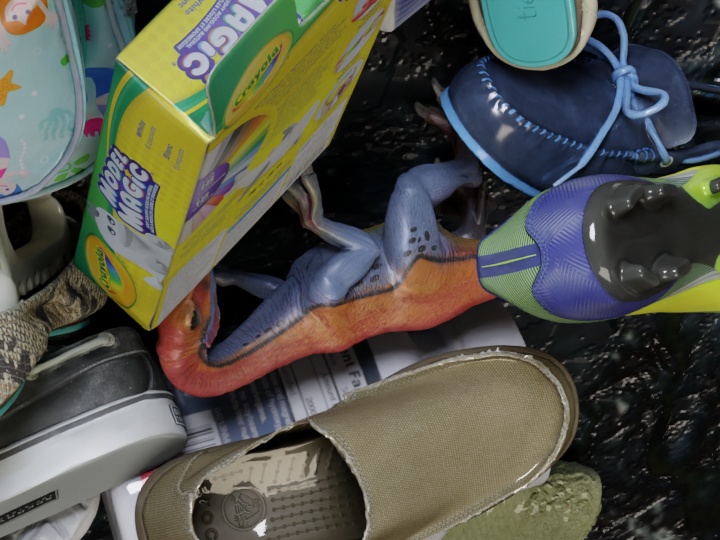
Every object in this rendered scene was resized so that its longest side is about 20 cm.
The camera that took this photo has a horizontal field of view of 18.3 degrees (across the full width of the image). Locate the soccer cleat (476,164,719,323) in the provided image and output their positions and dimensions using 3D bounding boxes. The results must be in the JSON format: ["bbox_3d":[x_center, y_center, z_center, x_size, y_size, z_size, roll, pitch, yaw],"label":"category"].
[{"bbox_3d":[0.119,-0.009,0.950,0.083,0.065,0.200,-11,174,32],"label":"soccer cleat"}]

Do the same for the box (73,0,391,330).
[{"bbox_3d":[-0.043,-0.064,0.796,0.117,0.048,0.200,-48,176,-25],"label":"box"}]

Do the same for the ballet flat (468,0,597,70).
[{"bbox_3d":[0.060,-0.174,0.859,0.069,0.070,0.201,-15,127,-10],"label":"ballet flat"}]

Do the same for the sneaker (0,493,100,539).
[{"bbox_3d":[-0.194,0.153,0.980,0.200,0.078,0.100,-40,155,-24],"label":"sneaker"}]

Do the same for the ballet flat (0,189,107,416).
[{"bbox_3d":[-0.147,0.006,0.874,0.067,0.200,0.076,4,105,10],"label":"ballet flat"}]

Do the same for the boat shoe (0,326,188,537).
[{"bbox_3d":[-0.173,0.080,0.924,0.199,0.064,0.071,-20,161,-21],"label":"boat shoe"}]

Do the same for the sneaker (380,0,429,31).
[{"bbox_3d":[-0.002,-0.190,0.786,0.080,0.115,0.200,-38,151,-20],"label":"sneaker"}]

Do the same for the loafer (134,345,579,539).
[{"bbox_3d":[0.004,0.087,0.941,0.199,0.067,0.076,-21,94,-10],"label":"loafer"}]

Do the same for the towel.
[{"bbox_3d":[0.032,0.172,1.204,0.148,0.037,0.201,6,130,-28],"label":"towel"}]

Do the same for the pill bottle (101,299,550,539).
[{"bbox_3d":[-0.020,0.083,1.033,0.199,0.120,0.120,-15,136,-10],"label":"pill bottle"}]

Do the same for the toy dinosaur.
[{"bbox_3d":[0.000,0.000,0.935,0.182,0.199,0.105,-53,165,-35],"label":"toy dinosaur"}]

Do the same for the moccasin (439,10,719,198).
[{"bbox_3d":[0.112,-0.073,0.968,0.068,0.081,0.199,-41,156,30],"label":"moccasin"}]

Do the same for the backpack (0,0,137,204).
[{"bbox_3d":[-0.164,-0.100,0.777,0.176,0.151,0.200,-10,144,0],"label":"backpack"}]
